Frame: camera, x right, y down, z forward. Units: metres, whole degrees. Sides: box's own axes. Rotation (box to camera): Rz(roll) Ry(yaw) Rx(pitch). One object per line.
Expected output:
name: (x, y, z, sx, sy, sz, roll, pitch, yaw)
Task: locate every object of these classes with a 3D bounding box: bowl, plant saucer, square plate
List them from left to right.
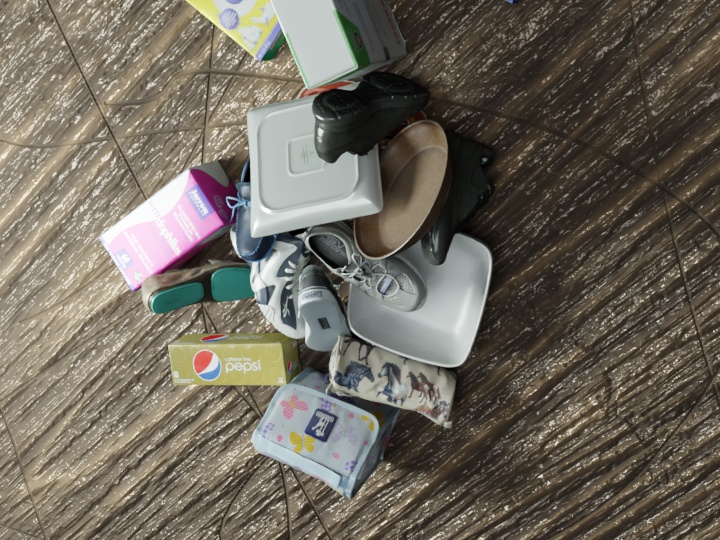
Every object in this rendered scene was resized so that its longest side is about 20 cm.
square plate: (-0.070, -0.159, 1.504, 0.196, 0.028, 0.202, -11, 70, 18)
plant saucer: (0.063, -0.102, 1.448, 0.036, 0.201, 0.201, 25, 115, -28)
bowl: (0.089, 0.021, 1.563, 0.198, 0.075, 0.202, 18, 108, 14)

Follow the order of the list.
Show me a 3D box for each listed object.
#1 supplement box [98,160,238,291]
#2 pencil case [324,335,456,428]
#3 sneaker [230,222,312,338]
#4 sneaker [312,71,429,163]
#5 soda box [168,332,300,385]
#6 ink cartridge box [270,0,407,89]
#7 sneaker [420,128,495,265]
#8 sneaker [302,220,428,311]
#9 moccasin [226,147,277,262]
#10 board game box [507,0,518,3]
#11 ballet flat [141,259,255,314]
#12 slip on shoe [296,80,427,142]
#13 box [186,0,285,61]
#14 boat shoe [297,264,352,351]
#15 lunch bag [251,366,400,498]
supplement box: (-0.283, -0.069, 1.658, 0.199, 0.103, 0.102, -34, 89, 21)
pencil case: (0.048, 0.164, 1.583, 0.198, 0.078, 0.090, 17, 77, -2)
sneaker: (-0.097, -0.006, 1.618, 0.129, 0.079, 0.201, -25, 87, 28)
sneaker: (0.010, -0.202, 1.435, 0.076, 0.199, 0.092, 38, 135, 34)
soda box: (-0.196, 0.138, 1.696, 0.198, 0.064, 0.069, -2, 102, 19)
ink cartridge box: (-0.027, -0.332, 1.452, 0.083, 0.200, 0.147, -21, 95, 25)
sneaker: (0.135, -0.098, 1.477, 0.090, 0.076, 0.202, 15, 69, 0)
sneaker: (0.000, 0.000, 1.506, 0.199, 0.082, 0.075, 31, 111, 11)
moccasin: (-0.157, -0.115, 1.577, 0.080, 0.068, 0.202, -3, 72, 22)
board game box: (0.183, -0.477, 1.426, 0.151, 0.045, 0.201, 30, 111, 11)
ballet flat: (-0.239, 0.014, 1.648, 0.067, 0.198, 0.069, 45, 135, 47)
slip on shoe: (-0.002, -0.224, 1.543, 0.198, 0.061, 0.075, 18, 110, 16)
box: (-0.182, -0.411, 1.570, 0.200, 0.048, 0.118, 40, 112, 8)
boat shoe: (-0.058, 0.056, 1.587, 0.073, 0.200, 0.069, -10, 62, 8)
lunch bag: (-0.049, 0.239, 1.595, 0.168, 0.200, 0.128, 23, 110, 13)
